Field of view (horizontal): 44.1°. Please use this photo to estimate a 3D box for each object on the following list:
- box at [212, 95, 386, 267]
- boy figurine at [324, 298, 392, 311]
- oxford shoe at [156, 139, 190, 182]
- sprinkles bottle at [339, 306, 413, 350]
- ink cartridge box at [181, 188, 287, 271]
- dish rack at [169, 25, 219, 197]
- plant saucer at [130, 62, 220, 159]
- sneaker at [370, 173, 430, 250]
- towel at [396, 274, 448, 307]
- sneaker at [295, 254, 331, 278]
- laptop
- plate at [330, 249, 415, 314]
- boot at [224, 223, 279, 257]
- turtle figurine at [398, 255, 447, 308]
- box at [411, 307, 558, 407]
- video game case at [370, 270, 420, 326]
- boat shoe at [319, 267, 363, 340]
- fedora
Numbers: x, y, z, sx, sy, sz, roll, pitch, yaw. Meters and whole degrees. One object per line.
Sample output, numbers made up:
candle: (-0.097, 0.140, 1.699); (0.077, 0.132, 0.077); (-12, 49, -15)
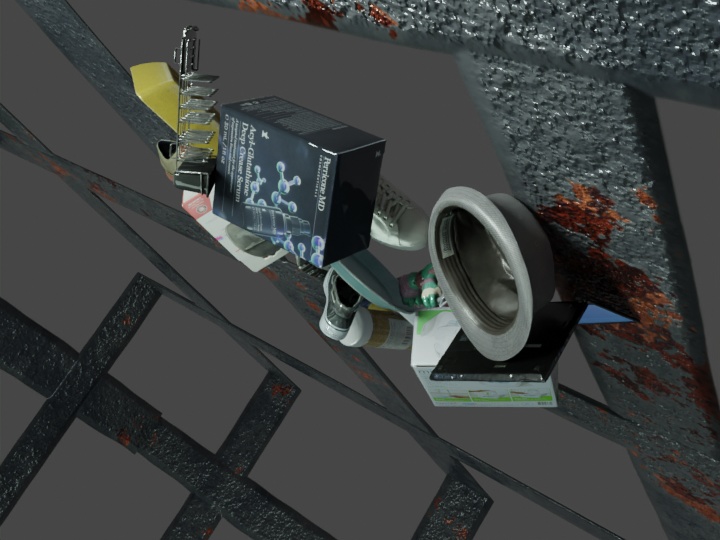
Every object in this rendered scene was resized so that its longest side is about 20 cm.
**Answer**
box: (-0.082, -0.118, 1.138); (0.197, 0.106, 0.152); (25, 119, 29)
boy figurine: (0.018, 0.078, 1.634); (0.198, 0.125, 0.065); (22, -156, -50)
oxford shoe: (-0.304, -0.189, 1.607); (0.197, 0.071, 0.075); (17, 149, 39)
sprinkles bottle: (0.044, 0.104, 1.572); (0.067, 0.070, 0.198); (20, -174, 41)
ink cartridge box: (-0.204, -0.098, 1.555); (0.200, 0.115, 0.068); (47, -156, -37)
dish rack: (-0.208, -0.207, 1.138); (0.053, 0.205, 0.154); (4, -165, -7)
plant saucer: (-0.244, -0.227, 1.306); (0.199, 0.048, 0.200); (42, -174, -28)
sneaker: (0.011, -0.098, 1.192); (0.198, 0.073, 0.085); (33, 168, 12)
towel: (0.146, 0.057, 1.463); (0.146, 0.030, 0.199); (40, 164, -16)
sneaker: (-0.051, -0.023, 1.589); (0.199, 0.078, 0.091); (39, -161, -49)
laptop: (0.214, 0.096, 1.090); (0.175, 0.201, 0.104); (-8, 125, 47)
plate: (0.000, 0.000, 1.299); (0.199, 0.026, 0.201); (41, -169, -10)
boot: (-0.142, -0.095, 1.393); (0.197, 0.074, 0.181); (-10, 143, 40)
turtle figurine: (0.133, 0.001, 1.201); (0.146, 0.103, 0.199); (-4, 174, -23)
box: (0.188, 0.132, 1.316); (0.195, 0.099, 0.177); (-2, 152, 18)
video game case: (0.052, 0.037, 1.498); (0.200, 0.023, 0.182); (43, -176, -25)
boat shoe: (-0.019, 0.034, 1.449); (0.071, 0.072, 0.201); (27, -151, -13)
fedora: (0.162, -0.008, 1.027); (0.203, 0.089, 0.178); (60, 153, 18)
